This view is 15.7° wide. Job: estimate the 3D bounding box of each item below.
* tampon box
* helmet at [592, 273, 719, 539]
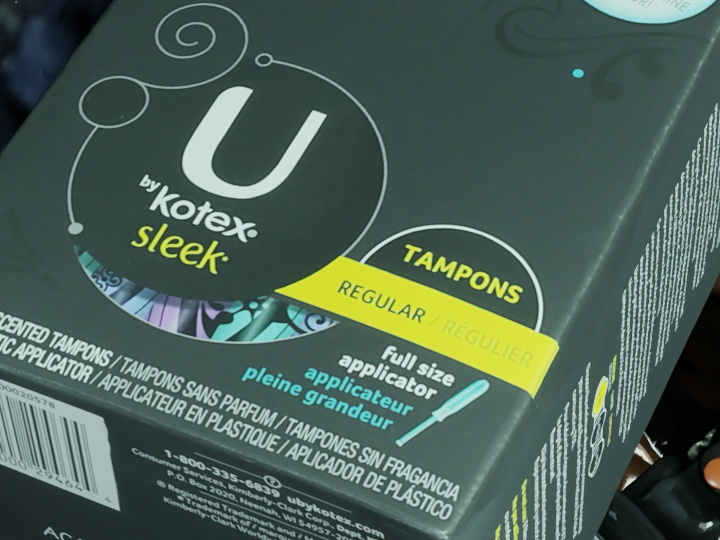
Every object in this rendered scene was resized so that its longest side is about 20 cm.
[{"bbox_3d":[0.000,0.000,0.674,0.126,0.150,0.200,86,28,-52],"label":"tampon box"},{"bbox_3d":[0.096,0.077,0.816,0.200,0.200,0.191,-19,147,-17],"label":"helmet"}]
